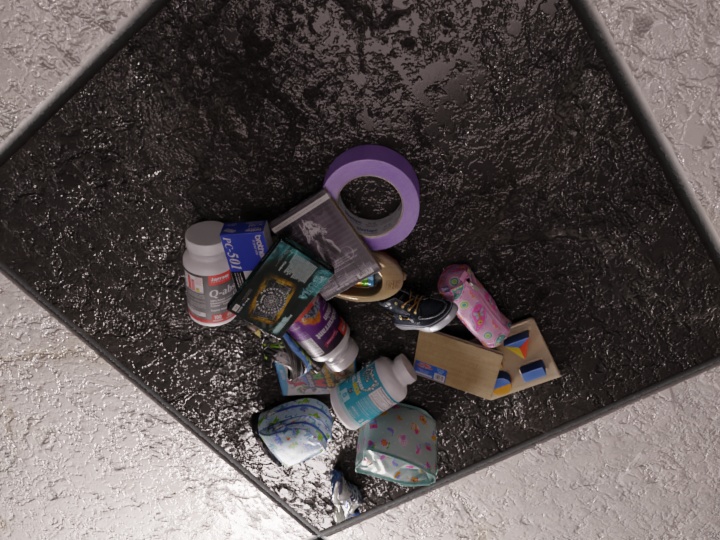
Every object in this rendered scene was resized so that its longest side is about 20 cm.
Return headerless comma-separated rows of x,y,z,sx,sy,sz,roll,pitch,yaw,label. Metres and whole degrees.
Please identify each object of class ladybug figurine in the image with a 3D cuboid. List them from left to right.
0.000,0.000,1.454,0.195,0.073,0.138,7,131,1,ladybug figurine

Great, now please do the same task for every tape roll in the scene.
0.020,-0.142,1.362,0.195,0.066,0.204,2,126,3,tape roll

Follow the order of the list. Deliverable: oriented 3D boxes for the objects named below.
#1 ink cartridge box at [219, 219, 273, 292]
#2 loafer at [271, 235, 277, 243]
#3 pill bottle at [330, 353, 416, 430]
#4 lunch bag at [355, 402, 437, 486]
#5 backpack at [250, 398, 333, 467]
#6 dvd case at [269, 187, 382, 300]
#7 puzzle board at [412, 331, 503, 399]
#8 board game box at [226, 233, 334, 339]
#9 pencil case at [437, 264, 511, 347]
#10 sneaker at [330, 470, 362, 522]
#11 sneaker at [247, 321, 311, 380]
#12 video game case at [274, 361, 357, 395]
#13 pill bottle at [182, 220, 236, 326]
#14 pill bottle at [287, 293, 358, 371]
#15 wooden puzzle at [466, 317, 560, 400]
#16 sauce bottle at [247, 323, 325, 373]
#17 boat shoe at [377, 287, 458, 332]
-0.217,-0.005,1.414,0.091,0.045,0.203,-3,127,9,ink cartridge box
-0.161,-0.038,1.454,0.195,0.071,0.071,-5,138,11,loafer
0.034,0.277,1.613,0.198,0.111,0.111,-34,117,12,pill bottle
0.096,0.421,1.680,0.195,0.172,0.123,17,131,-9,lunch bag
-0.159,0.403,1.723,0.197,0.154,0.165,-28,113,8,backpack
-0.070,-0.049,1.378,0.147,0.016,0.201,-28,111,26,dvd case
0.221,0.212,1.588,0.196,0.018,0.153,18,132,14,puzzle board
-0.161,0.037,1.391,0.134,0.028,0.201,32,114,-23,board game box
0.246,0.075,1.478,0.086,0.088,0.201,-29,118,23,pencil case
-0.038,0.612,1.894,0.083,0.078,0.203,-7,132,-2,sneaker
-0.189,0.164,1.510,0.082,0.071,0.201,-40,109,-4,sneaker
-0.105,0.243,1.668,0.194,0.018,0.146,-3,125,8,video game case
-0.317,0.007,1.464,0.113,0.117,0.204,5,126,2,pill bottle
-0.092,0.129,1.531,0.110,0.112,0.201,-28,118,23,pill bottle
0.347,0.216,1.590,0.182,0.047,0.202,-23,120,19,wooden puzzle
-0.166,0.163,1.585,0.199,0.065,0.065,39,120,-17,sauce bottle
0.115,0.077,1.458,0.091,0.071,0.199,45,151,-21,boat shoe
